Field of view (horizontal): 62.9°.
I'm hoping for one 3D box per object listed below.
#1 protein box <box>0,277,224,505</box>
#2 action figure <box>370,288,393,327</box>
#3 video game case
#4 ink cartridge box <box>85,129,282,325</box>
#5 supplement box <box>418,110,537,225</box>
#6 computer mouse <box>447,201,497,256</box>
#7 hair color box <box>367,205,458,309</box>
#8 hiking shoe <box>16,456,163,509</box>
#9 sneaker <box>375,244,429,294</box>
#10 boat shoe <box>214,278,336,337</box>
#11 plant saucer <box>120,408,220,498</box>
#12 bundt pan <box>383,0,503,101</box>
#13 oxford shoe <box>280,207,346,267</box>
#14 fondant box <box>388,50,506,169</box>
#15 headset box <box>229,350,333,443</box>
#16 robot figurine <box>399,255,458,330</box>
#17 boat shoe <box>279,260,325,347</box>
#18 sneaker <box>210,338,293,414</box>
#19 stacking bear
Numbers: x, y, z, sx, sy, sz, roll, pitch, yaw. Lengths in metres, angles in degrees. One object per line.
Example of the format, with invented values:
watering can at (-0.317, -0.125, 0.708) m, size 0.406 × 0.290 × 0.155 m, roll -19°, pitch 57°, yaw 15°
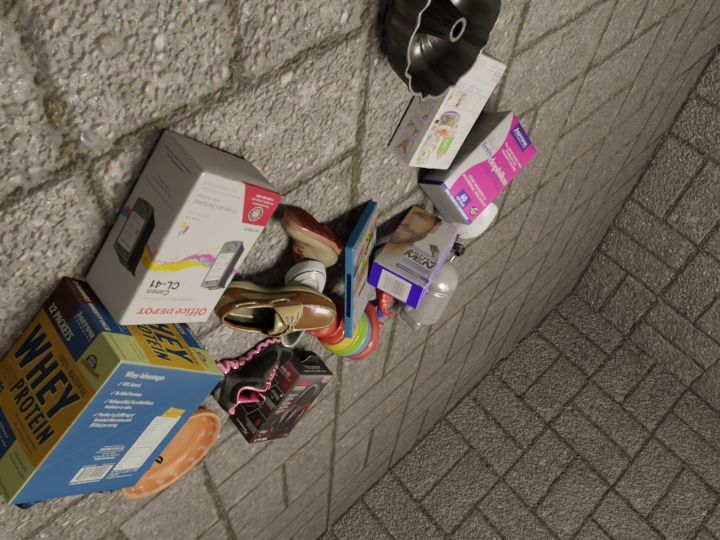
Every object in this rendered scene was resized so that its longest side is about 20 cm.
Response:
protein box at (-0.314, 0.149, 0.721) m, size 0.201 × 0.135 × 0.198 m, roll -50°, pitch 156°, yaw 4°
action figure at (0.046, 0.069, 1.256) m, size 0.050 × 0.068 × 0.201 m, roll -6°, pitch 161°, yaw -7°
video game case at (0.000, 0.000, 1.058) m, size 0.145 × 0.017 × 0.205 m, roll -63°, pitch 160°, yaw -49°
ink cartridge box at (-0.204, -0.041, 0.694) m, size 0.203 × 0.085 × 0.146 m, roll -57°, pitch 155°, yaw 14°
supplement box at (0.224, -0.198, 1.127) m, size 0.200 × 0.103 × 0.101 m, roll -47°, pitch 112°, yaw -7°
computer mouse at (0.211, -0.088, 1.234) m, size 0.200 × 0.107 × 0.045 m, roll -44°, pitch -156°, yaw 58°
hair color box at (0.105, -0.031, 1.133) m, size 0.201 × 0.107 × 0.066 m, roll -53°, pitch 165°, yaw -45°
hiking shoe at (-0.392, 0.288, 0.852) m, size 0.197 × 0.087 × 0.076 m, roll -25°, pitch 148°, yaw -41°
sneaker at (0.094, 0.004, 1.234) m, size 0.198 × 0.114 × 0.074 m, roll -7°, pitch 136°, yaw -54°
boat shoe at (-0.129, 0.070, 0.897) m, size 0.194 × 0.075 × 0.077 m, roll 7°, pitch 123°, yaw -24°
plant saucer at (-0.340, 0.317, 1.046) m, size 0.198 × 0.037 × 0.202 m, roll -38°, pitch 154°, yaw -21°
bundt pan at (0.105, -0.340, 0.788) m, size 0.200 × 0.076 × 0.204 m, roll -39°, pitch 155°, yaw -21°
oxford shoe at (-0.079, -0.038, 0.931) m, size 0.075 × 0.071 × 0.199 m, roll -44°, pitch 155°, yaw 7°
fondant box at (0.145, -0.272, 0.981) m, size 0.143 × 0.058 × 0.203 m, roll -11°, pitch 135°, yaw -54°
headset box at (-0.154, 0.251, 1.218) m, size 0.202 × 0.075 × 0.148 m, roll -52°, pitch 155°, yaw 8°
robot figurine at (0.163, 0.047, 1.411) m, size 0.168 × 0.112 × 0.203 m, roll -27°, pitch 149°, yaw -48°
boat shoe at (-0.099, 0.061, 0.991) m, size 0.071 × 0.067 × 0.202 m, roll -2°, pitch 146°, yaw -18°
sneaker at (-0.186, 0.194, 1.058) m, size 0.198 × 0.095 × 0.080 m, roll -24°, pitch 146°, yaw -46°
stacking bear at (-0.047, 0.103, 1.148) m, size 0.121 × 0.115 × 0.199 m, roll -39°, pitch 150°, yaw 10°
